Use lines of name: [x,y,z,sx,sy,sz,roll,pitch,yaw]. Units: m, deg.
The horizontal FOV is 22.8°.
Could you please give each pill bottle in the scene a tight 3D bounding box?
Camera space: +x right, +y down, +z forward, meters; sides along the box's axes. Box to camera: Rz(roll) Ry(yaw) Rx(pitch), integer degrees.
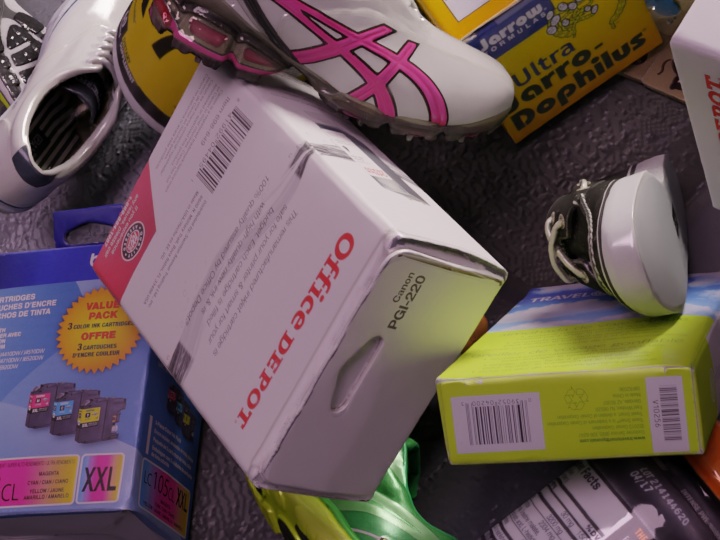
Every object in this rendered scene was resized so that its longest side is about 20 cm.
pill bottle: [-0.061,-0.164,1.037,0.200,0.114,0.115,-43,40,53]
pill bottle: [0.111,0.155,0.862,0.200,0.106,0.106,-37,56,0]

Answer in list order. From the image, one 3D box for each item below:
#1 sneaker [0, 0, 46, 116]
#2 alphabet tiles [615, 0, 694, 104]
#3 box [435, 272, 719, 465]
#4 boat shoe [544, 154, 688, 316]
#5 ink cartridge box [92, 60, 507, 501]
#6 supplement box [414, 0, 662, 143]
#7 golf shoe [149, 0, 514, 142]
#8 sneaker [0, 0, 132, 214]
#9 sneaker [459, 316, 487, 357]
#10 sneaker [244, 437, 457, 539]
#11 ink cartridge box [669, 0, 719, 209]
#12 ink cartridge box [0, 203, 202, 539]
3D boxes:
sneaker: [-0.252,-0.138,1.192,0.200,0.074,0.081,51,128,23]
alphabet tiles: [0.208,-0.195,1.070,0.166,0.006,0.200,28,76,31]
box: [0.122,0.046,0.892,0.121,0.200,0.048,-5,100,19]
boat shoe: [0.130,-0.014,0.911,0.063,0.200,0.071,-14,96,15]
ink cartridge box: [-0.037,0.000,0.912,0.146,0.085,0.200,-59,42,16]
supplement box: [0.073,-0.195,1.057,0.109,0.110,0.200,-34,54,6]
golf shoe: [-0.002,-0.129,0.916,0.092,0.199,0.073,-62,21,26]
sneaker: [-0.169,-0.116,1.120,0.071,0.073,0.200,-12,43,44]
sneaker: [0.000,0.000,1.026,0.084,0.073,0.200,-19,45,-26]
sneaker: [-0.012,0.110,0.969,0.083,0.074,0.200,-20,49,-20]
ink cartridge box: [0.247,-0.059,0.776,0.200,0.145,0.084,26,72,31]
ink cartridge box: [-0.165,0.061,1.043,0.136,0.076,0.201,-6,60,19]
